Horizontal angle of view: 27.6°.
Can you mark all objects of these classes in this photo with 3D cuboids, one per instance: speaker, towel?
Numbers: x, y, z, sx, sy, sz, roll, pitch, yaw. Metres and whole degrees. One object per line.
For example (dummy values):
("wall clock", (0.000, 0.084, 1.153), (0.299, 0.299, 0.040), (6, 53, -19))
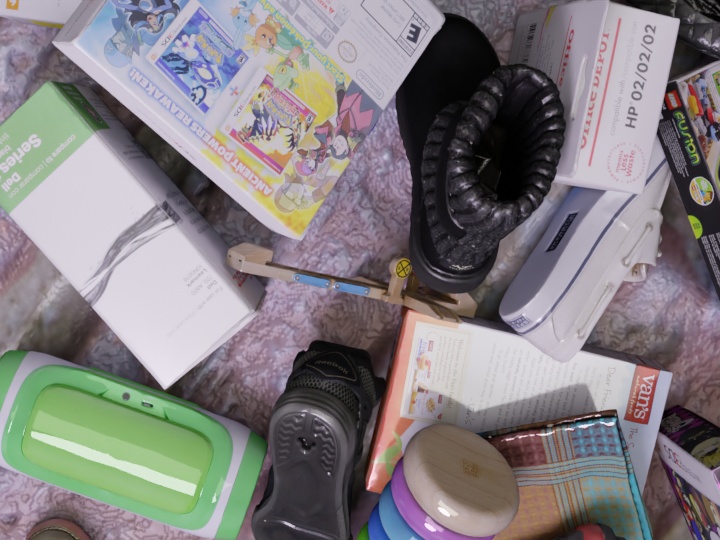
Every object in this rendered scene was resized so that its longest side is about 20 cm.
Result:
("speaker", (-0.170, 0.124, 1.043), (0.198, 0.088, 0.089), (20, 93, -3))
("towel", (0.133, 0.192, 1.036), (0.145, 0.022, 0.202), (-12, 120, 13))

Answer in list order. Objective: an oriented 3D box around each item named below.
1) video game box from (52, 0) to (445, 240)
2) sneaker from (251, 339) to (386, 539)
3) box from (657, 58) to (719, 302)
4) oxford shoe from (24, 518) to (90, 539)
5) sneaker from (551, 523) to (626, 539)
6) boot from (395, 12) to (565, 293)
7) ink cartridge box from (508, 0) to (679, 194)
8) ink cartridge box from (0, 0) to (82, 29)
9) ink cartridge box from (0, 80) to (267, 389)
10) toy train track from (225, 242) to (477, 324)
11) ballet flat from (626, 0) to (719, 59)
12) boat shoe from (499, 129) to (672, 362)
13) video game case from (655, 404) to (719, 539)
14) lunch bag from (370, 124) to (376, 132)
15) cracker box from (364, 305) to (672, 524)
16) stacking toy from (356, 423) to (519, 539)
("video game box", (-0.063, -0.151, 0.923), (0.200, 0.047, 0.183), (41, 74, -31))
("sneaker", (-0.026, 0.128, 1.040), (0.075, 0.115, 0.201), (16, 133, 11))
("box", (0.277, -0.051, 1.039), (0.109, 0.035, 0.202), (-26, 96, -38))
("oxford shoe", (-0.193, 0.280, 1.058), (0.070, 0.074, 0.201), (-31, 95, 1))
("sneaker", (0.098, 0.236, 1.013), (0.097, 0.071, 0.201), (32, 120, -14))
("boot", (0.076, -0.103, 0.953), (0.078, 0.158, 0.214), (-1, 68, -8))
("ink cartridge box", (0.150, -0.114, 0.974), (0.067, 0.200, 0.117), (10, 95, -10))
("ink cartridge box", (-0.150, -0.258, 0.993), (0.198, 0.047, 0.200), (12, 93, 26))
("ink cartridge box", (-0.160, -0.027, 1.001), (0.084, 0.146, 0.200), (-40, 94, 3))
("toy train track", (0.000, 0.000, 1.003), (0.198, 0.114, 0.033), (11, 96, -35))
("ballet flat", (0.228, -0.198, 1.022), (0.199, 0.066, 0.057), (33, 126, 11))
("boat shoe", (0.178, -0.022, 1.036), (0.070, 0.071, 0.201), (42, 69, -16))
("video game case", (0.268, 0.203, 1.014), (0.035, 0.181, 0.202), (-23, 95, 0))
("lunch bag", (-0.040, -0.195, 1.026), (0.159, 0.082, 0.203), (15, 95, -6))
("cracker box", (0.112, 0.112, 1.064), (0.197, 0.058, 0.136), (14, 95, -2))
("stacking toy", (0.027, 0.199, 1.000), (0.085, 0.086, 0.201), (29, 124, -3))
